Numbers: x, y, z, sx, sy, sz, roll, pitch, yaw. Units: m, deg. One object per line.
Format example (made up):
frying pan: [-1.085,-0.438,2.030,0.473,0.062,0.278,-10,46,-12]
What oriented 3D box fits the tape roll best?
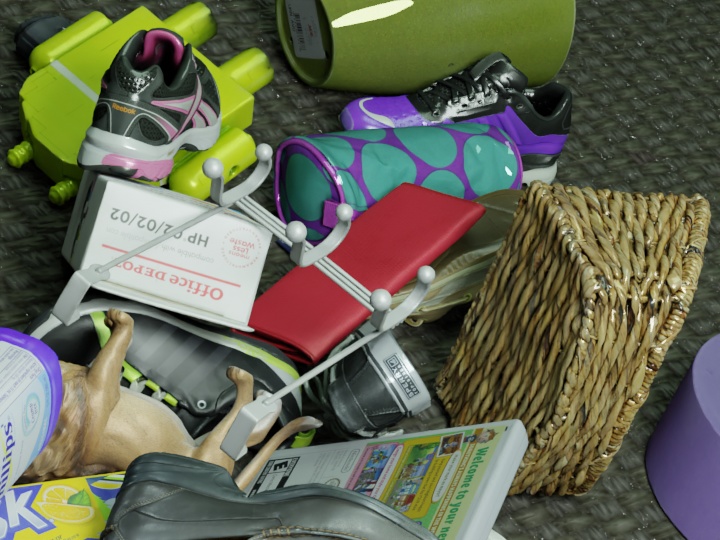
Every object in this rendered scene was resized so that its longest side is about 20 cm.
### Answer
tape roll: [0.308,0.137,1.826,0.199,0.085,0.200,17,33,-12]

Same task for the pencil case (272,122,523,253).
pencil case: [0.029,-0.063,1.924,0.200,0.085,0.092,-8,46,-41]

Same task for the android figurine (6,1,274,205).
android figurine: [-0.163,-0.117,1.869,0.182,0.041,0.200,38,58,21]

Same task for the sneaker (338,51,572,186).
sneaker: [0.080,-0.130,2.035,0.199,0.100,0.070,5,36,-28]

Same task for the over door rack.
over door rack: [-0.062,0.007,1.560,0.148,0.067,0.200,38,44,15]

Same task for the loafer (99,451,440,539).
loafer: [-0.049,0.161,1.440,0.199,0.073,0.072,8,43,19]

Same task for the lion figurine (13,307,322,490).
lion figurine: [-0.133,0.102,1.584,0.199,0.123,0.072,25,-10,-9]

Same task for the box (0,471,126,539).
box: [-0.198,0.168,1.476,0.199,0.064,0.070,-5,43,-37]

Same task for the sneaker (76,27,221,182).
sneaker: [-0.132,-0.126,1.761,0.080,0.087,0.200,15,19,0]

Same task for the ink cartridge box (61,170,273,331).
ink cartridge box: [-0.126,-0.016,1.691,0.115,0.068,0.200,16,3,-12]

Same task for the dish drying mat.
dish drying mat: [0.000,0.000,1.786,0.077,0.018,0.200,17,40,34]

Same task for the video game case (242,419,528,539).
video game case: [-0.008,0.160,1.545,0.181,0.022,0.200,-9,26,24]

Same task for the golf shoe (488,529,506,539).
golf shoe: [0.087,0.197,1.612,0.200,0.078,0.097,39,30,19]

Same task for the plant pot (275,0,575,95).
plant pot: [0.039,-0.215,2.084,0.199,0.188,0.187,-18,50,-27]

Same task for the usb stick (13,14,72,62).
usb stick: [-0.178,-0.125,1.925,0.200,0.033,0.055,40,41,23]

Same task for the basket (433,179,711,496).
basket: [0.165,0.056,1.739,0.148,0.200,0.143,5,37,-28]

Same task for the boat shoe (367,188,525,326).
boat shoe: [0.046,0.005,1.855,0.199,0.067,0.074,-16,47,-19]

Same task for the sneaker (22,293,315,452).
sneaker: [-0.121,0.074,1.650,0.199,0.072,0.083,11,38,-20]

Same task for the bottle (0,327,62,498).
bottle: [-0.228,0.107,1.405,0.065,0.084,0.200,19,30,10]

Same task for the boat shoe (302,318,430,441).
boat shoe: [0.004,0.080,1.692,0.074,0.068,0.199,58,-1,-5]
